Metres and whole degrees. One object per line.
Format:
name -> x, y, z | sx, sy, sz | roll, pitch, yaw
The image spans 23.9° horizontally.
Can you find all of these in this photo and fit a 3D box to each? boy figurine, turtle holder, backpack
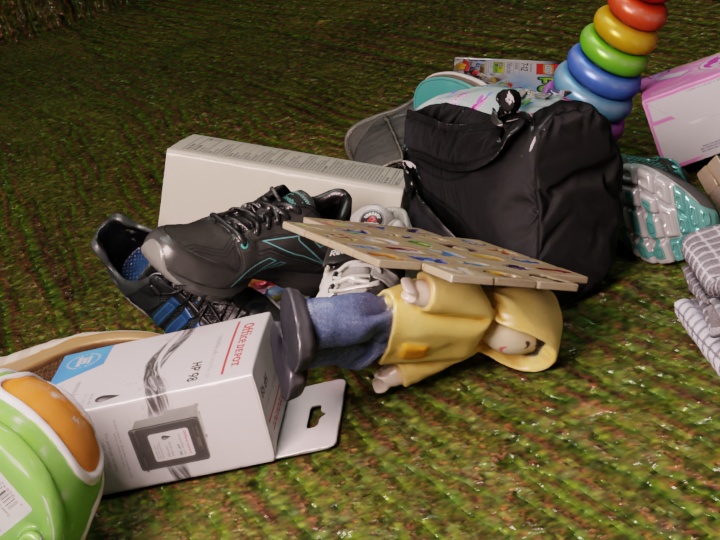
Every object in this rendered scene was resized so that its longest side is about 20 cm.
boy figurine -> 0.040, 0.044, 1.137 | 0.198, 0.125, 0.065 | -1, 55, -19
turtle holder -> -0.229, 0.145, 1.039 | 0.140, 0.187, 0.132 | 23, 30, 10
backpack -> 0.115, -0.068, 1.310 | 0.125, 0.169, 0.200 | -6, 17, -27

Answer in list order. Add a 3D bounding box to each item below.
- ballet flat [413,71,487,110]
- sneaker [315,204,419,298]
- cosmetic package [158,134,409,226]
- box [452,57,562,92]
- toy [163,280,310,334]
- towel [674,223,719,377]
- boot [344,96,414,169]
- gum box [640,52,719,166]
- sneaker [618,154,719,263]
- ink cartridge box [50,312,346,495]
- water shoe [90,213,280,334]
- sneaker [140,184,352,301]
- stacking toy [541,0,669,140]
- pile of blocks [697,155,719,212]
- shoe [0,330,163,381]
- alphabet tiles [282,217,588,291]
ballet flat -> 0.126, -0.127, 1.455 | 0.069, 0.070, 0.199 | -26, 27, -29
sneaker -> 0.000, 0.000, 1.256 | 0.073, 0.090, 0.200 | -2, 13, 13
cosmetic package -> -0.060, -0.058, 1.420 | 0.197, 0.074, 0.104 | 9, 13, 6
box -> 0.134, -0.135, 1.567 | 0.109, 0.035, 0.201 | 3, 33, 4
toy -> -0.091, 0.007, 1.422 | 0.114, 0.048, 0.200 | -6, 21, 20
towel -> 0.303, 0.001, 1.071 | 0.198, 0.087, 0.166 | -15, 18, 2
boot -> 0.062, -0.122, 1.633 | 0.180, 0.073, 0.200 | -28, 12, 3
gum box -> 0.344, -0.159, 1.467 | 0.198, 0.067, 0.114 | -19, 12, 13
sneaker -> 0.228, -0.061, 1.330 | 0.090, 0.078, 0.200 | -18, 20, -21
ink cartridge box -> -0.115, 0.089, 1.177 | 0.198, 0.067, 0.116 | -12, 19, 8
water shoe -> -0.134, 0.021, 1.296 | 0.199, 0.079, 0.072 | 26, 76, 37
sneaker -> -0.080, -0.029, 1.262 | 0.075, 0.080, 0.199 | 42, 26, 28
stacking toy -> 0.221, -0.191, 1.451 | 0.085, 0.201, 0.086 | 19, 33, -13
pile of blocks -> 0.339, -0.062, 1.234 | 0.062, 0.083, 0.199 | 15, 1, -38
shoe -> -0.218, 0.076, 1.290 | 0.198, 0.071, 0.054 | -12, 27, 18
alphabet tiles -> 0.049, -0.012, 1.145 | 0.165, 0.006, 0.199 | 5, 9, -31
